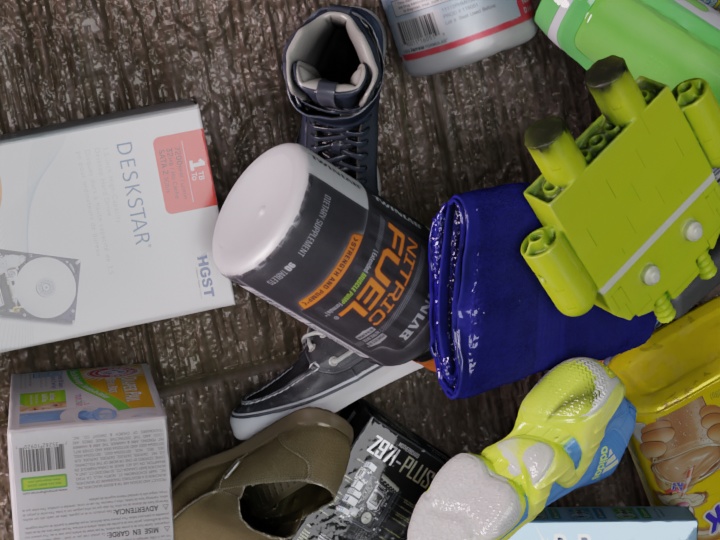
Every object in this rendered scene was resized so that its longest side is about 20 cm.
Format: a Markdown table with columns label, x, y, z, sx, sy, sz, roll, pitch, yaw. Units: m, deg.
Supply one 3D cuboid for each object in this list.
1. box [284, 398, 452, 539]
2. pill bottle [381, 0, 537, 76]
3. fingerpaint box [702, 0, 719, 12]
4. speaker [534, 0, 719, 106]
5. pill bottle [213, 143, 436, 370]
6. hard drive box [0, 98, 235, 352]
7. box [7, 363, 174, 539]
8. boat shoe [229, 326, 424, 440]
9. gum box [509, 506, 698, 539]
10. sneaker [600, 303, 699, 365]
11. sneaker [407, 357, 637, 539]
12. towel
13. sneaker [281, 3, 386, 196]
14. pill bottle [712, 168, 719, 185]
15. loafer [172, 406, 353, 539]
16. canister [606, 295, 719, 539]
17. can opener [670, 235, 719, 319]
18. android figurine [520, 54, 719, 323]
| label | x | y | z | sx | sy | sz | roll | pitch | yaw |
| --- | --- | --- | --- | --- | --- | --- | --- | --- | --- |
| box | 0.036 | 0.224 | 1.377 | 0.199 | 0.086 | 0.164 | 33 | 91 | -12 |
| pill bottle | 0.055 | -0.256 | 1.309 | 0.108 | 0.109 | 0.201 | -20 | 101 | -7 |
| fingerpaint box | 0.303 | -0.243 | 1.302 | 0.166 | 0.200 | 0.074 | 5 | 82 | -11 |
| speaker | 0.229 | -0.160 | 1.278 | 0.199 | 0.088 | 0.089 | 35 | 91 | 8 |
| pill bottle | 0.000 | 0.000 | 1.257 | 0.199 | 0.106 | 0.107 | 31 | 91 | -31 |
| hard drive box | -0.207 | -0.034 | 1.308 | 0.199 | 0.077 | 0.157 | -12 | 100 | -8 |
| box | -0.198 | 0.138 | 1.268 | 0.112 | 0.200 | 0.102 | -4 | 98 | -11 |
| boat shoe | -0.017 | 0.066 | 1.356 | 0.199 | 0.072 | 0.068 | -24 | 103 | -9 |
| gum box | 0.152 | 0.267 | 1.324 | 0.198 | 0.045 | 0.171 | -1 | 98 | -2 |
| sneaker | 0.189 | 0.087 | 1.399 | 0.200 | 0.078 | 0.075 | -48 | 134 | 8 |
| sneaker | 0.129 | 0.155 | 1.269 | 0.200 | 0.076 | 0.105 | -44 | 139 | 13 |
| towel | 0.133 | 0.002 | 1.249 | 0.199 | 0.049 | 0.149 | -11 | 113 | -34 |
| sneaker | -0.021 | -0.098 | 1.292 | 0.076 | 0.146 | 0.204 | 3 | 95 | 4 |
| pill bottle | 0.236 | -0.090 | 1.363 | 0.200 | 0.106 | 0.106 | -42 | 102 | -3 |
| loafer | -0.086 | 0.175 | 1.320 | 0.076 | 0.068 | 0.200 | 33 | 125 | -26 |
| canister | 0.280 | 0.130 | 1.366 | 0.148 | 0.087 | 0.201 | -30 | 128 | -4 |
| can opener | 0.293 | -0.019 | 1.374 | 0.200 | 0.053 | 0.067 | -37 | 138 | -27 |
| android figurine | 0.190 | -0.047 | 1.214 | 0.182 | 0.041 | 0.200 | -43 | 125 | -13 |
